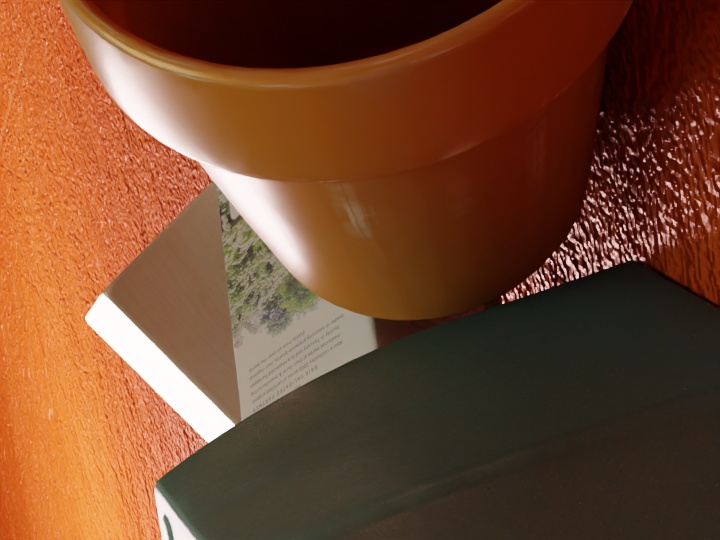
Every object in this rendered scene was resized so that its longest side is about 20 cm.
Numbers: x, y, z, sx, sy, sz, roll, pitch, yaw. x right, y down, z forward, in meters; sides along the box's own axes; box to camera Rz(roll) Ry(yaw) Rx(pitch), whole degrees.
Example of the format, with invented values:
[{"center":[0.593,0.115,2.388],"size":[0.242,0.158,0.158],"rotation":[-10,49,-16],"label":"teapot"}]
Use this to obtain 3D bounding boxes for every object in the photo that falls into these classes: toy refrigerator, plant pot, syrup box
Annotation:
[{"center":[-0.022,0.061,1.076],"size":[0.200,0.076,0.070],"rotation":[44,162,-2],"label":"toy refrigerator"},{"center":[0.008,-0.084,0.853],"size":[0.184,0.199,0.201],"rotation":[72,173,-52],"label":"plant pot"},{"center":[0.040,0.102,0.838],"size":[0.141,0.199,0.142],"rotation":[-145,43,-65],"label":"plant pot"},{"center":[0.000,0.000,0.984],"size":[0.079,0.081,0.201],"rotation":[-35,50,35],"label":"syrup box"}]
